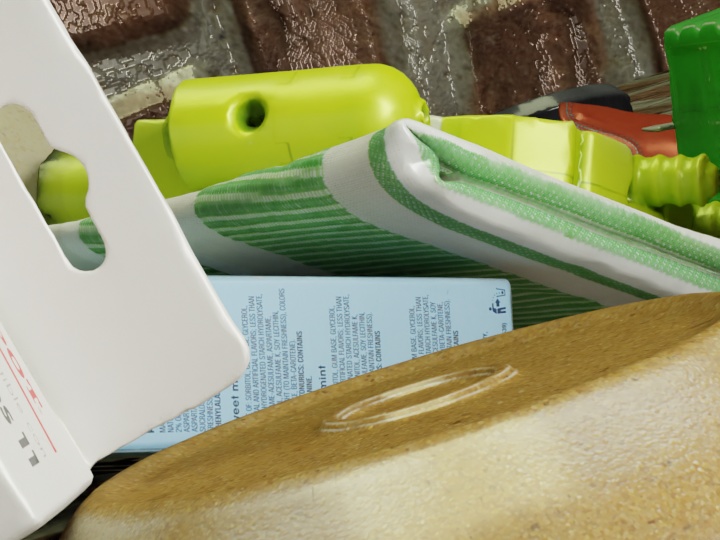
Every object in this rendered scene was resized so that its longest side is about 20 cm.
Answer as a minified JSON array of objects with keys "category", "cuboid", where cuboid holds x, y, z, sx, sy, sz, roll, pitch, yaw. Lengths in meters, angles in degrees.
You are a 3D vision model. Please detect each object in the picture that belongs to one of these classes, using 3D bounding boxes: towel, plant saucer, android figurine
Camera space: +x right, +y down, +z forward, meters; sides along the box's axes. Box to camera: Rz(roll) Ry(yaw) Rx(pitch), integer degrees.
[{"category":"towel","cuboid":[0.000,0.000,0.816,0.152,0.024,0.199,18,-17,-37]},{"category":"plant saucer","cuboid":[0.016,0.042,0.605,0.199,0.036,0.200,-17,4,1]},{"category":"android figurine","cuboid":[0.012,-0.015,0.871,0.199,0.041,0.182,-2,-16,21]}]

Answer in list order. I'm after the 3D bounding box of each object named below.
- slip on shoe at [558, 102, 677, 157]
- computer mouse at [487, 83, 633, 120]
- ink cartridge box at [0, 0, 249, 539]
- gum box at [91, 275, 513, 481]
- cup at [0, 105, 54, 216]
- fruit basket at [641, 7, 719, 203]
[{"category":"slip on shoe","cuboid":[0.100,-0.041,1.211,0.199,0.062,0.074,-15,2,4]},{"category":"computer mouse","cuboid":[0.082,-0.037,1.358,0.138,0.053,0.200,-16,-7,-5]},{"category":"ink cartridge box","cuboid":[-0.134,0.025,0.594,0.199,0.118,0.067,-31,1,6]},{"category":"gum box","cuboid":[-0.089,0.031,0.755,0.199,0.045,0.170,1,-7,-35]},{"category":"cup","cuboid":[-0.152,0.004,0.932,0.142,0.202,0.200,9,13,20]},{"category":"fruit basket","cuboid":[0.200,-0.051,0.914,0.198,0.094,0.185,-2,3,-7]}]
